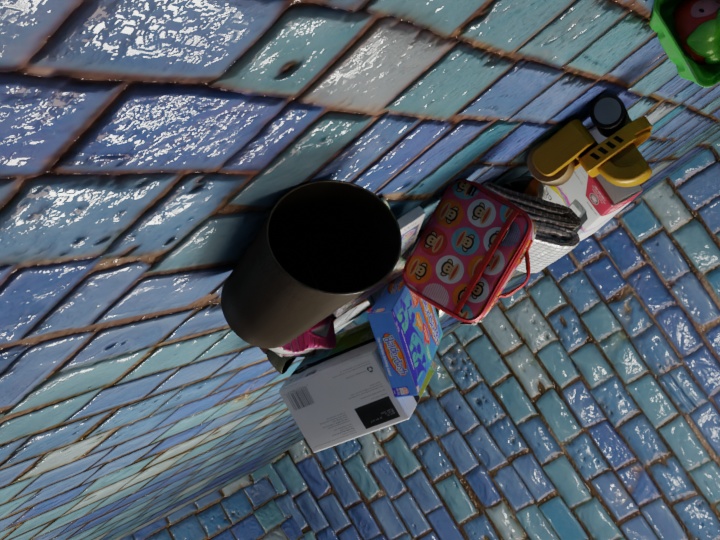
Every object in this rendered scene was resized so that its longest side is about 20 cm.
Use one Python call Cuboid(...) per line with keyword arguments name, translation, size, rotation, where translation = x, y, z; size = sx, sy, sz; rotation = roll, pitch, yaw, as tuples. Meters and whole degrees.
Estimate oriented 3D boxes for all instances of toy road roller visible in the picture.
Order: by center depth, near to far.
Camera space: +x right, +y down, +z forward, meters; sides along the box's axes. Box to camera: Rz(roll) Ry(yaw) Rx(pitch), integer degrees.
Cuboid(name="toy road roller", translation=(0.390, -0.184, 1.538), size=(0.200, 0.146, 0.123), rotation=(-36, 168, 16))

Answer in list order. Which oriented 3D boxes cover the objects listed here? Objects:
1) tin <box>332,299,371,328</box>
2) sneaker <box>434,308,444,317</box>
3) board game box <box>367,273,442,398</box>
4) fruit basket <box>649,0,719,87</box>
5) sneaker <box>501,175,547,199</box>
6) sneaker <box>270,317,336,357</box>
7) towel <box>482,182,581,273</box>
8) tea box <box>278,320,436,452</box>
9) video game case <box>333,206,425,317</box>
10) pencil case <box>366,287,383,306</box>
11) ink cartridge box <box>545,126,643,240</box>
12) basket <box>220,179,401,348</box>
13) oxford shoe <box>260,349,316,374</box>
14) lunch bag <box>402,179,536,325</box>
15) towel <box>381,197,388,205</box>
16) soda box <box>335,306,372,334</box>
Cuboid(name="tin", translation=(-0.003, 0.057, 1.759), size=(0.199, 0.042, 0.112), rotation=(-26, 163, -33))
Cuboid(name="sneaker", translation=(0.168, -0.015, 1.615), size=(0.115, 0.075, 0.201), rotation=(-23, 142, -26))
Cuboid(name="board game box", translation=(0.078, 0.090, 1.534), size=(0.045, 0.153, 0.200), rotation=(-10, -158, 21))
Cuboid(name="fruit basket", translation=(0.487, -0.326, 1.168), size=(0.215, 0.156, 0.216), rotation=(-33, -176, 3))
Cuboid(name="sneaker", translation=(0.305, -0.145, 1.705), size=(0.092, 0.076, 0.200), rotation=(-45, 174, -10))
Cuboid(name="sneaker", translation=(-0.121, 0.104, 1.504), size=(0.088, 0.082, 0.200), rotation=(-15, 164, 26))
Cuboid(name="towel", translation=(0.261, -0.071, 1.629), size=(0.199, 0.086, 0.166), rotation=(14, 160, -14))
Cuboid(name="tea box", translation=(0.000, 0.186, 1.621), size=(0.199, 0.134, 0.197), rotation=(-24, -169, 25))
Cuboid(name="video game case", translation=(0.024, -0.010, 1.420), size=(0.143, 0.018, 0.200), rotation=(-33, 162, -20))
Cuboid(name="pencil case", translation=(0.098, 0.005, 1.688), size=(0.199, 0.083, 0.091), rotation=(-27, 150, -32))
Cuboid(name="ink cartridge box", translation=(0.414, -0.152, 1.744), size=(0.085, 0.148, 0.200), rotation=(-28, 167, -24))
Cuboid(name="basket", translation=(-0.073, 0.003, 1.093), size=(0.180, 0.137, 0.200), rotation=(-19, 167, -38))
Cuboid(name="oxford shoe", translation=(-0.088, 0.108, 1.632), size=(0.200, 0.075, 0.070), rotation=(-39, 167, 30))
Cuboid(name="lunch bag", translation=(0.178, -0.022, 1.443), size=(0.201, 0.176, 0.082), rotation=(-61, 164, 9))
Cuboid(name="towel", translation=(-0.037, -0.027, 1.330), size=(0.199, 0.023, 0.153), rotation=(-34, 168, 2))
Cuboid(name="soda box", translation=(0.052, 0.092, 1.793), size=(0.200, 0.068, 0.064), rotation=(-37, 168, 14))
